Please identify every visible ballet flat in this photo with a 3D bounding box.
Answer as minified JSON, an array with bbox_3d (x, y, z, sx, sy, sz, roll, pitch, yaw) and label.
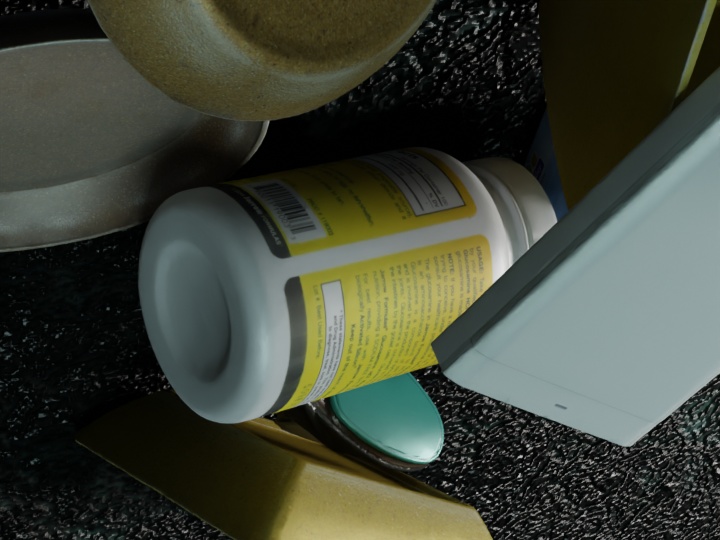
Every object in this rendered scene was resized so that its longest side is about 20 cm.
[{"bbox_3d":[-0.035,0.055,0.878,0.068,0.068,0.200,-14,139,39],"label":"ballet flat"}]

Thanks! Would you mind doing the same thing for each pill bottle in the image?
[{"bbox_3d":[0.000,0.000,0.776,0.200,0.113,0.113,-13,142,-35],"label":"pill bottle"}]

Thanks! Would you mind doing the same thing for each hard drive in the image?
[{"bbox_3d":[0.141,-0.008,0.645,0.132,0.026,0.200,22,123,-40],"label":"hard drive"}]

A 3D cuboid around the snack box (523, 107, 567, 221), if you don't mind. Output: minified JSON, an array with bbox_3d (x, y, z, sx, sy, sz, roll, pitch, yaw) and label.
[{"bbox_3d":[0.179,-0.012,0.898,0.199,0.068,0.169,-2,135,-22],"label":"snack box"}]

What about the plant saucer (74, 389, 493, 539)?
[{"bbox_3d":[-0.032,0.123,0.888,0.200,0.200,0.049,22,87,-40],"label":"plant saucer"}]

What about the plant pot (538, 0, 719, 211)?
[{"bbox_3d":[0.185,-0.121,0.698,0.199,0.177,0.200,-7,137,-17],"label":"plant pot"}]

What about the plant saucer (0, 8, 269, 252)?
[{"bbox_3d":[-0.140,-0.062,0.682,0.200,0.032,0.200,-12,162,-4],"label":"plant saucer"}]

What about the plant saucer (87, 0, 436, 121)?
[{"bbox_3d":[-0.019,-0.152,0.607,0.200,0.035,0.201,-18,119,-35],"label":"plant saucer"}]
